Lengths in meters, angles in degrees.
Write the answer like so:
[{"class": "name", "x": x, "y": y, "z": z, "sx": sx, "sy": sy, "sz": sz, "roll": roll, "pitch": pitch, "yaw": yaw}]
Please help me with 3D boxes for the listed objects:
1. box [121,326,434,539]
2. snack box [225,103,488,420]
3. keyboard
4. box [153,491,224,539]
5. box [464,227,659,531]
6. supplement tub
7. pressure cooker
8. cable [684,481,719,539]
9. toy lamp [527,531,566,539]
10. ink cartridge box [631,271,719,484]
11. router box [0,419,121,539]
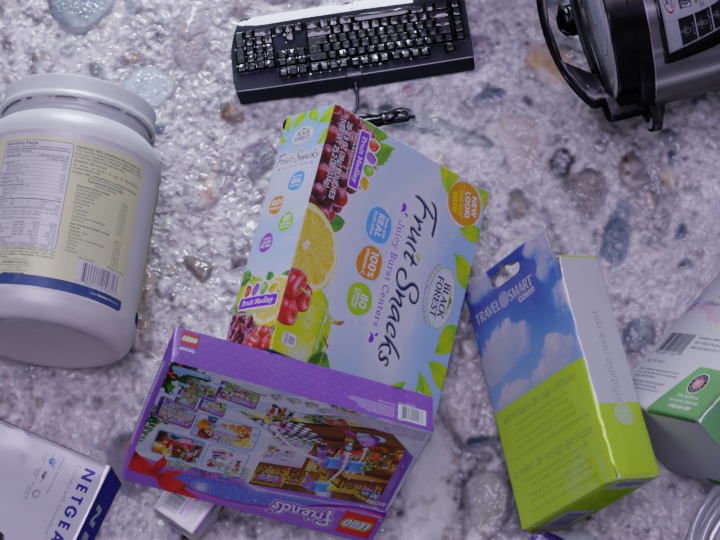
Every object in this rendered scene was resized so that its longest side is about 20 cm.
[{"class": "box", "x": -0.062, "y": 0.123, "z": 1.601, "sx": 0.199, "sy": 0.137, "sz": 0.039, "roll": 16, "pitch": 41, "yaw": -12}, {"class": "snack box", "x": 0.000, "y": 0.000, "z": 1.663, "sx": 0.068, "sy": 0.168, "sz": 0.201, "roll": -8, "pitch": 60, "yaw": 50}, {"class": "keyboard", "x": -0.006, "y": -0.166, "z": 1.800, "sx": 0.199, "sy": 0.021, "sz": 0.127, "roll": -9, "pitch": 69, "yaw": 2}, {"class": "box", "x": -0.086, "y": 0.118, "z": 1.689, "sx": 0.041, "sy": 0.039, "sz": 0.200, "roll": 31, "pitch": 75, "yaw": 13}, {"class": "box", "x": 0.147, "y": 0.083, "z": 1.641, "sx": 0.048, "sy": 0.122, "sz": 0.201, "roll": 1, "pitch": 65, "yaw": -33}, {"class": "supplement tub", "x": -0.234, "y": -0.038, "z": 1.703, "sx": 0.144, "sy": 0.145, "sz": 0.201, "roll": 5, "pitch": 70, "yaw": 6}, {"class": "pressure cooker", "x": 0.239, "y": -0.217, "z": 1.720, "sx": 0.199, "sy": 0.179, "sz": 0.176, "roll": -14, "pitch": 49, "yaw": -1}, {"class": "cable", "x": 0.331, "y": 0.233, "z": 1.597, "sx": 0.199, "sy": 0.069, "sz": 0.201, "roll": 1, "pitch": 69, "yaw": 6}, {"class": "toy lamp", "x": 0.191, "y": 0.263, "z": 1.584, "sx": 0.058, "sy": 0.058, "sz": 0.200, "roll": -42, "pitch": 54, "yaw": -11}, {"class": "ink cartridge box", "x": 0.300, "y": 0.058, "z": 1.615, "sx": 0.200, "sy": 0.145, "sz": 0.084, "roll": -47, "pitch": 106, "yaw": -12}, {"class": "router box", "x": -0.306, "y": 0.210, "z": 1.667, "sx": 0.179, "sy": 0.049, "sz": 0.200, "roll": 20, "pitch": 72, "yaw": 12}]
